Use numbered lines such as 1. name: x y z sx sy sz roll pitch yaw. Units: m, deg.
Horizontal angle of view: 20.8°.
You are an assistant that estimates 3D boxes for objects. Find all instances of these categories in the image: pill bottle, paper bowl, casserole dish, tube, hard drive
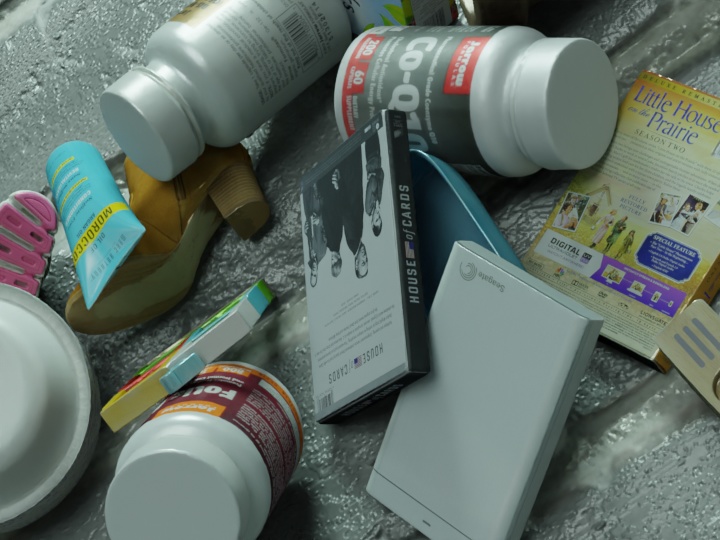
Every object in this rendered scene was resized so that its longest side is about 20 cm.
1. pill bottle: -0.112 -0.168 1.612 0.200 0.115 0.114 -41 48 -23
2. pill bottle: -0.112 0.144 1.408 0.113 0.200 0.115 2 103 8
3. paper bowl: -0.312 0.108 1.568 0.199 0.104 0.202 0 77 0
4. casserole dish: 0.067 0.000 1.460 0.201 0.039 0.121 57 132 28
5. pill bottle: 0.088 -0.130 1.495 0.199 0.114 0.115 5 67 41
6. tube: -0.216 -0.043 1.597 0.078 0.050 0.200 -57 29 14
7. hard drive: 0.084 0.098 1.386 0.132 0.027 0.201 32 109 39

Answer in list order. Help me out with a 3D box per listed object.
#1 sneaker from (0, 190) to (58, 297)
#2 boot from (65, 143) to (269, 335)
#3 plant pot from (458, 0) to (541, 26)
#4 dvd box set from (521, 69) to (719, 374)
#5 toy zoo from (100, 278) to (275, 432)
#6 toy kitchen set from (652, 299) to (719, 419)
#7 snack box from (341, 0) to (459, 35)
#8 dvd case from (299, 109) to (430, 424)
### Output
1. sneaker: -0.309 0.025 1.686 0.087 0.073 0.201 -133 61 -79
2. boot: -0.178 -0.044 1.650 0.200 0.071 0.144 -34 46 -2
3. plant pot: 0.146 -0.299 1.541 0.173 0.201 0.201 -15 55 1
4. dvd box set: 0.215 -0.039 1.437 0.146 0.029 0.201 26 80 39
5. toy zoo: -0.131 0.065 1.500 0.131 0.200 0.021 -37 94 9
6. toy kitchen set: 0.311 0.034 1.256 0.200 0.163 0.181 -42 51 3
7. snack box: -0.016 -0.293 1.603 0.168 0.201 0.068 25 56 37
8. dvd case: 0.000 0.000 1.470 0.150 0.025 0.202 -34 57 57
